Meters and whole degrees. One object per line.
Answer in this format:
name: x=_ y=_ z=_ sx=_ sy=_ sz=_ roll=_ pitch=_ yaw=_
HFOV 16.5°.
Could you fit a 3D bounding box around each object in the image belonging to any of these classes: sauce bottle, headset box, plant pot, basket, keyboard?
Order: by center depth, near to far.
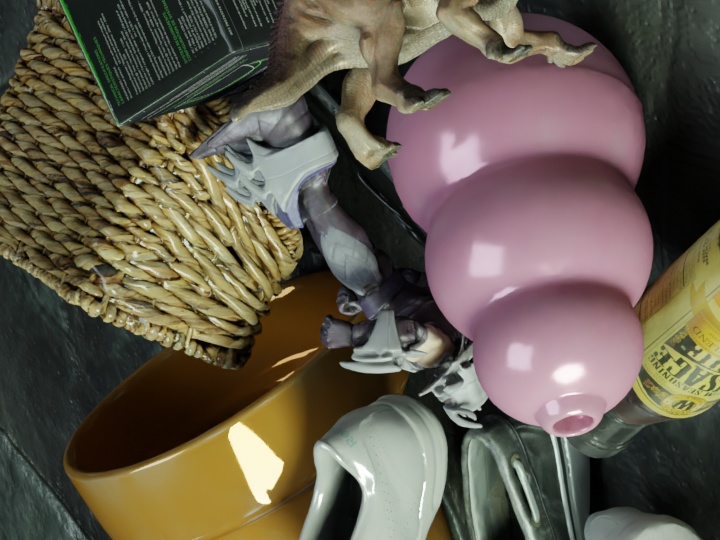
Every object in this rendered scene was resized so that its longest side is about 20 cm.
sauce bottle: x=0.156 y=0.033 z=1.167 sx=0.066 sy=0.066 sz=0.200 roll=58 pitch=148 yaw=14
headset box: x=-0.063 y=-0.185 z=1.240 sx=0.092 sy=0.199 sz=0.175 roll=-26 pitch=87 yaw=40
keyboard: x=0.036 y=-0.025 z=1.275 sx=0.200 sy=0.021 sz=0.127 roll=49 pitch=175 yaw=-4
basket: x=-0.112 y=-0.049 z=1.380 sx=0.200 sy=0.142 sz=0.150 roll=27 pitch=93 yaw=53
plant pot: x=-0.037 y=0.130 z=1.402 sx=0.200 sy=0.200 sz=0.184 roll=-7 pitch=118 yaw=56

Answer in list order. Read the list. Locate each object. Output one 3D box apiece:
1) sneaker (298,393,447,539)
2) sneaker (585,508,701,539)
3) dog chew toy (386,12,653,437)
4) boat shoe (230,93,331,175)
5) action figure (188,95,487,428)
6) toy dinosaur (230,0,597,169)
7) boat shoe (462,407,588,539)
sneaker: x=-0.001 y=0.169 z=1.281 sx=0.075 sy=0.088 sz=0.202 roll=5 pitch=104 yaw=38
sneaker: x=0.160 y=0.213 z=1.259 sx=0.088 sy=0.075 sz=0.202 roll=-168 pitch=62 yaw=-71
dog chew toy: x=0.080 y=-0.018 z=1.150 sx=0.125 sy=0.124 sz=0.201 roll=126 pitch=141 yaw=-53
boat shoe: x=-0.080 y=-0.095 z=1.432 sx=0.200 sy=0.070 sz=0.064 roll=53 pitch=145 yaw=35
action figure: x=0.000 y=0.000 z=1.244 sx=0.200 sy=0.069 sz=0.130 roll=52 pitch=-177 yaw=-5
toy dinosaur: x=0.019 y=-0.134 z=1.082 sx=0.136 sy=0.199 sz=0.086 roll=61 pitch=176 yaw=9
boat shoe: x=0.085 y=0.162 z=1.314 sx=0.072 sy=0.071 sz=0.202 roll=9 pitch=113 yaw=52
